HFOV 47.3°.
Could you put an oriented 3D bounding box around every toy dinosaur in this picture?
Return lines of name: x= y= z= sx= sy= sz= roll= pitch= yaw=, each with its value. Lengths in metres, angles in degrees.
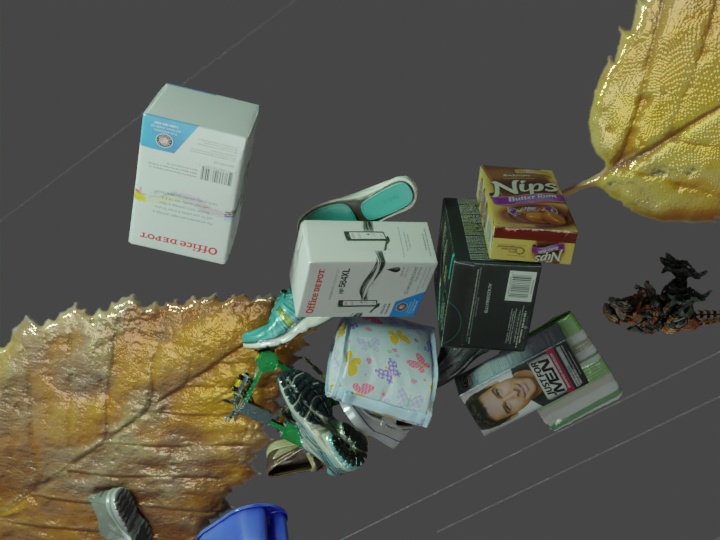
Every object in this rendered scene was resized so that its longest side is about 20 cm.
toy dinosaur: x=0.503 y=0.055 z=1.339 sx=0.197 sy=0.103 sz=0.137 roll=-8 pitch=136 yaw=-15

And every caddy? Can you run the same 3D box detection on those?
caddy: x=-0.227 y=0.522 z=1.591 sx=0.199 sy=0.106 sz=0.141 roll=-36 pitch=135 yaw=19

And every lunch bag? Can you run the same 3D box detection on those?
lunch bag: x=0.031 y=0.165 z=1.331 sx=0.168 sy=0.201 sz=0.128 roll=16 pitch=118 yaw=-8

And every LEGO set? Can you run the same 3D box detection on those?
LEGO set: x=-0.133 y=0.218 z=1.437 sx=0.198 sy=0.116 sz=0.156 roll=20 pitch=88 yaw=-14

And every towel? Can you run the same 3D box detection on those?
towel: x=0.349 y=0.175 z=1.432 sx=0.148 sy=0.031 sz=0.201 roll=-31 pitch=112 yaw=14

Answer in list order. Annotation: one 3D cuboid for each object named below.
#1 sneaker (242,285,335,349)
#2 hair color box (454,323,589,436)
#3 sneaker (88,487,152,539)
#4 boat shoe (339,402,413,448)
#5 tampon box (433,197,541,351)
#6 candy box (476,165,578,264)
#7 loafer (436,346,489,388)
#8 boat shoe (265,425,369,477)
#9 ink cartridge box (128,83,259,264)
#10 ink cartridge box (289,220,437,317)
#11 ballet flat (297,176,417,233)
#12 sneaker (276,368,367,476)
sneaker: x=-0.114 y=0.068 z=1.367 sx=0.199 sy=0.078 sz=0.080 roll=-29 pitch=95 yaw=11
hair color box: x=0.269 y=0.185 z=1.381 sx=0.199 sy=0.061 sz=0.099 roll=-29 pitch=112 yaw=11
sneaker: x=-0.470 y=0.507 z=1.615 sx=0.081 sy=0.075 sz=0.202 roll=-4 pitch=113 yaw=19
boat shoe: x=0.031 y=0.249 z=1.426 sx=0.065 sy=0.074 sz=0.200 roll=-41 pitch=147 yaw=6
tampon box: x=0.184 y=0.003 z=1.238 sx=0.124 sy=0.201 sz=0.152 roll=4 pitch=121 yaw=-1
candy box: x=0.235 y=-0.085 z=1.188 sx=0.115 sy=0.201 sz=0.057 roll=4 pitch=120 yaw=-1
loafer: x=0.166 y=0.129 z=1.390 sx=0.070 sy=0.068 sz=0.200 roll=47 pitch=116 yaw=1
boat shoe: x=-0.080 y=0.339 z=1.502 sx=0.197 sy=0.072 sz=0.073 roll=-10 pitch=118 yaw=7
ink cartridge box: x=-0.241 y=-0.141 z=1.200 sx=0.145 sy=0.147 sz=0.202 roll=12 pitch=118 yaw=-6
ink cartridge box: x=0.000 y=0.000 z=1.259 sx=0.197 sy=0.085 sz=0.147 roll=-1 pitch=143 yaw=-15
ballet flat: x=-0.001 y=-0.094 z=1.267 sx=0.198 sy=0.070 sz=0.070 roll=-21 pitch=117 yaw=17
sneaker: x=-0.081 y=0.257 z=1.352 sx=0.201 sy=0.077 sz=0.086 roll=52 pitch=130 yaw=8
